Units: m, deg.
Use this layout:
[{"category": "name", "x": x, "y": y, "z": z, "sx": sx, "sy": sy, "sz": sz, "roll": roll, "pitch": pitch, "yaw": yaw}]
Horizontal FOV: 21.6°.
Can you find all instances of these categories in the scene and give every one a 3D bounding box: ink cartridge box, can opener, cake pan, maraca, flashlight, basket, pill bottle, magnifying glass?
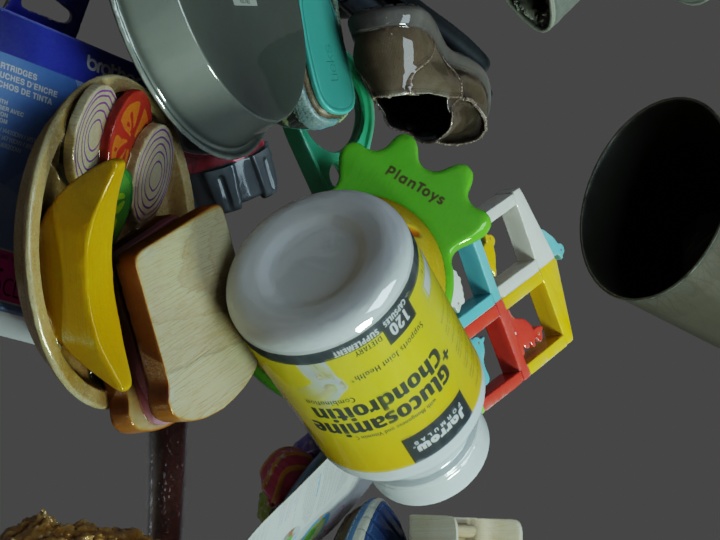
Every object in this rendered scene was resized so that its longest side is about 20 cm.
[{"category": "ink cartridge box", "x": -0.200, "y": -0.068, "z": 1.080, "sx": 0.136, "sy": 0.076, "sz": 0.200, "roll": 19, "pitch": 71, "yaw": -43}, {"category": "can opener", "x": 0.037, "y": -0.173, "z": 1.346, "sx": 0.200, "sy": 0.079, "sz": 0.063, "roll": 41, "pitch": 49, "yaw": -45}, {"category": "cake pan", "x": -0.088, "y": -0.167, "z": 1.125, "sx": 0.200, "sy": 0.037, "sz": 0.200, "roll": 47, "pitch": 35, "yaw": -49}, {"category": "maraca", "x": 0.000, "y": 0.000, "z": 1.235, "sx": 0.200, "sy": 0.137, "sz": 0.107, "roll": -57, "pitch": 169, "yaw": -17}, {"category": "flashlight", "x": -0.110, "y": -0.135, "z": 1.178, "sx": 0.068, "sy": 0.068, "sz": 0.200, "roll": -86, "pitch": 160, "yaw": -73}, {"category": "basket", "x": 0.289, "y": -0.014, "z": 1.536, "sx": 0.200, "sy": 0.136, "sz": 0.180, "roll": 36, "pitch": 56, "yaw": -41}, {"category": "pill bottle", "x": 0.008, "y": 0.053, "z": 1.106, "sx": 0.112, "sy": 0.112, "sz": 0.200, "roll": -65, "pitch": 145, "yaw": -28}, {"category": "magnifying glass", "x": -0.017, "y": -0.057, "z": 1.303, "sx": 0.080, "sy": 0.022, "sz": 0.200, "roll": -4, "pitch": 89, "yaw": -46}]

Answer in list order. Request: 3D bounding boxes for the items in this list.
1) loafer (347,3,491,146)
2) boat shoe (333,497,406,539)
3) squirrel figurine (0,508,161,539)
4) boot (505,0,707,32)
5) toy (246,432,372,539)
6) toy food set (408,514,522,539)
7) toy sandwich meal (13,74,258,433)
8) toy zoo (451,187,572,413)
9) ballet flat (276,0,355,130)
[{"category": "loafer", "x": 0.038, "y": -0.118, "z": 1.298, "sx": 0.200, "sy": 0.073, "sz": 0.071, "roll": 32, "pitch": 55, "yaw": -64}, {"category": "boat shoe", "x": -0.021, "y": 0.228, "z": 1.222, "sx": 0.072, "sy": 0.072, "sz": 0.200, "roll": 58, "pitch": 31, "yaw": -27}, {"category": "squirrel figurine", "x": -0.123, "y": 0.226, "z": 1.054, "sx": 0.186, "sy": 0.142, "sz": 0.200, "roll": 5, "pitch": 56, "yaw": -19}, {"category": "boot", "x": 0.196, "y": -0.248, "z": 1.508, "sx": 0.182, "sy": 0.073, "sz": 0.200, "roll": 51, "pitch": 45, "yaw": -12}, {"category": "toy", "x": -0.047, "y": 0.148, "z": 1.210, "sx": 0.047, "sy": 0.115, "sz": 0.200, "roll": 32, "pitch": 46, "yaw": 13}, {"category": "toy food set", "x": 0.080, "y": 0.241, "z": 1.295, "sx": 0.200, "sy": 0.060, "sz": 0.144, "roll": 24, "pitch": 66, "yaw": -70}, {"category": "toy sandwich meal", "x": -0.117, "y": -0.008, "z": 1.039, "sx": 0.205, "sy": 0.070, "sz": 0.205, "roll": 1, "pitch": 90, "yaw": -68}, {"category": "toy zoo", "x": 0.095, "y": 0.025, "z": 1.407, "sx": 0.200, "sy": 0.020, "sz": 0.131, "roll": -34, "pitch": 109, "yaw": -42}, {"category": "ballet flat", "x": -0.051, "y": -0.190, "z": 1.252, "sx": 0.074, "sy": 0.074, "sz": 0.200, "roll": 4, "pitch": 78, "yaw": -45}]
